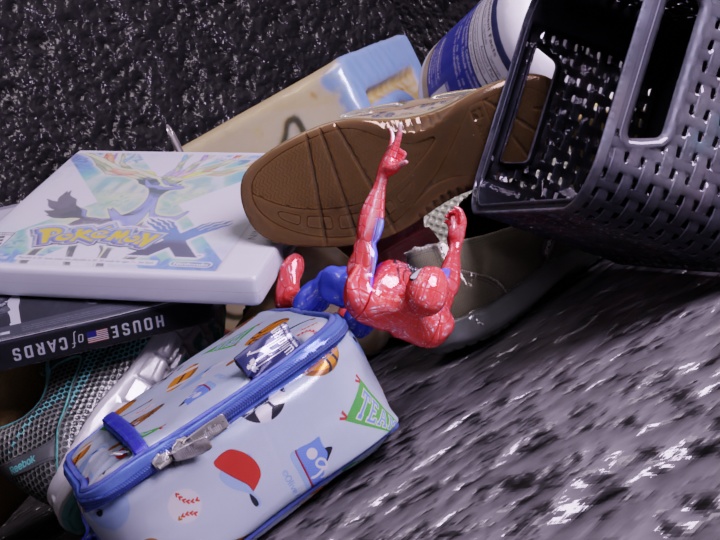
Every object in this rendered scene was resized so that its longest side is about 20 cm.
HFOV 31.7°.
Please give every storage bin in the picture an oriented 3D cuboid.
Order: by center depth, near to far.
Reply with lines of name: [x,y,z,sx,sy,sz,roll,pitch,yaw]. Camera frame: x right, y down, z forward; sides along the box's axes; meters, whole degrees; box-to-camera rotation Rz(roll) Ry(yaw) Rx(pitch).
storage bin: [0.135,-0.079,0.618,0.200,0.093,0.137,-169,96,-81]

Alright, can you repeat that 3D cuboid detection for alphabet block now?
alphabet block: [-0.027,-0.061,1.072,0.198,0.197,0.196,-24,5,23]

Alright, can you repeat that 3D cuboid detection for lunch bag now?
lunch bag: [-0.074,0.085,0.628,0.159,0.076,0.200,-32,6,-14]

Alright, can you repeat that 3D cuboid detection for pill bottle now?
pill bottle: [0.134,-0.157,0.904,0.119,0.121,0.200,-32,-1,-30]

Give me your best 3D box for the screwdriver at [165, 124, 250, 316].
screwdriver: [-0.096,-0.011,0.911,0.029,0.202,0.028,-26,4,43]

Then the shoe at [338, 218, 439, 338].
shoe: [0.000,0.000,0.880,0.071,0.092,0.199,-25,4,-28]

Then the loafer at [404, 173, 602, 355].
loafer: [0.098,-0.024,0.751,0.075,0.070,0.199,-22,9,47]

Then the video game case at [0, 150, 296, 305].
video game case: [-0.130,-0.033,0.811,0.197,0.022,0.183,2,28,15]

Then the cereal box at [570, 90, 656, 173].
cereal box: [0.239,-0.111,0.788,0.143,0.040,0.199,5,27,42]

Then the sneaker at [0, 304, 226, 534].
sneaker: [-0.156,0.064,0.796,0.090,0.078,0.201,19,49,18]

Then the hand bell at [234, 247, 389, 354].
hand bell: [-0.079,0.076,0.782,0.200,0.104,0.104,-47,15,-31]

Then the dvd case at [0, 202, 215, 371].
dvd case: [-0.187,-0.003,0.815,0.148,0.025,0.200,-13,27,-14]

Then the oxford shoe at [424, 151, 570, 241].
oxford shoe: [0.121,-0.046,0.892,0.198,0.076,0.058,-25,-30,15]

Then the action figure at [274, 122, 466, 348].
action figure: [0.012,-0.012,0.650,0.100,0.065,0.200,-70,16,-4]

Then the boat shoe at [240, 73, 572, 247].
boat shoe: [0.026,-0.064,0.752,0.197,0.074,0.063,-15,9,-1]

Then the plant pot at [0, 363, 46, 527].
plant pot: [-0.263,0.086,0.854,0.199,0.188,0.186,-35,8,-17]

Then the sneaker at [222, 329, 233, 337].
sneaker: [-0.130,0.079,0.931,0.199,0.074,0.087,-24,6,39]
